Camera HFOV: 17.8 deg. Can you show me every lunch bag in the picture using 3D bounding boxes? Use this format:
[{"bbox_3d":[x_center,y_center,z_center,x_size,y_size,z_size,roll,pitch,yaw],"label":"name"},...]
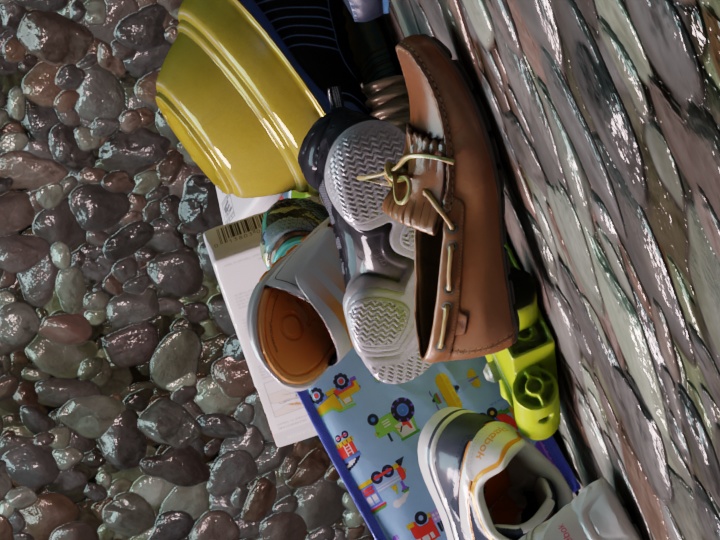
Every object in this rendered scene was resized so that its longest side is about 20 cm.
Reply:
[{"bbox_3d":[0.045,0.103,1.679,0.201,0.150,0.094,62,177,-5],"label":"lunch bag"}]

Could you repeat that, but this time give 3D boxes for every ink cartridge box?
[{"bbox_3d":[-0.020,0.031,1.806,0.047,0.159,0.201,-113,6,-52],"label":"ink cartridge box"}]

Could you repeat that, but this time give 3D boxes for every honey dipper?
[{"bbox_3d":[0.042,-0.039,1.637,0.038,0.038,0.201,99,157,-84],"label":"honey dipper"}]

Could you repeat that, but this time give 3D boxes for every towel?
[{"bbox_3d":[0.007,-0.171,1.739,0.147,0.022,0.201,-162,52,-84],"label":"towel"}]

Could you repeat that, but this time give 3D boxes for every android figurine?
[{"bbox_3d":[0.091,0.026,1.540,0.200,0.041,0.183,80,167,-67],"label":"android figurine"}]

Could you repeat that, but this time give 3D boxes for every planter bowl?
[{"bbox_3d":[-0.093,-0.115,1.690,0.201,0.083,0.200,51,173,9],"label":"planter bowl"}]

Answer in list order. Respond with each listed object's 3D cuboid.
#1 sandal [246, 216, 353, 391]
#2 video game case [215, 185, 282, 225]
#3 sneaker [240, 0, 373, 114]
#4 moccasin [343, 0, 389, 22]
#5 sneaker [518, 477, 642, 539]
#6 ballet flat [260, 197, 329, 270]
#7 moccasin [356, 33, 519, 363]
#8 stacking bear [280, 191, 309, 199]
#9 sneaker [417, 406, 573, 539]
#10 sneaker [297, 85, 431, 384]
[{"bbox_3d":[-0.005,-0.006,1.625,0.079,0.207,0.059,46,148,-14],"label":"sandal"},{"bbox_3d":[-0.074,-0.154,1.884,0.200,0.024,0.183,-50,43,43],"label":"video game case"},{"bbox_3d":[-0.034,-0.172,1.695,0.200,0.078,0.070,51,171,14],"label":"sneaker"},{"bbox_3d":[-0.039,-0.253,1.501,0.080,0.068,0.201,-124,12,-73],"label":"moccasin"},{"bbox_3d":[0.132,0.201,1.509,0.200,0.099,0.078,73,172,-61],"label":"sneaker"},{"bbox_3d":[0.011,-0.007,1.718,0.199,0.074,0.074,24,-157,-32],"label":"ballet flat"},{"bbox_3d":[0.043,-0.042,1.383,0.074,0.077,0.202,-127,26,-63],"label":"moccasin"},{"bbox_3d":[-0.003,-0.060,1.901,0.200,0.113,0.122,50,124,43],"label":"stacking bear"},{"bbox_3d":[0.107,0.185,1.575,0.079,0.078,0.201,13,140,46],"label":"sneaker"},{"bbox_3d":[0.010,-0.028,1.559,0.114,0.075,0.201,-120,17,-57],"label":"sneaker"}]
